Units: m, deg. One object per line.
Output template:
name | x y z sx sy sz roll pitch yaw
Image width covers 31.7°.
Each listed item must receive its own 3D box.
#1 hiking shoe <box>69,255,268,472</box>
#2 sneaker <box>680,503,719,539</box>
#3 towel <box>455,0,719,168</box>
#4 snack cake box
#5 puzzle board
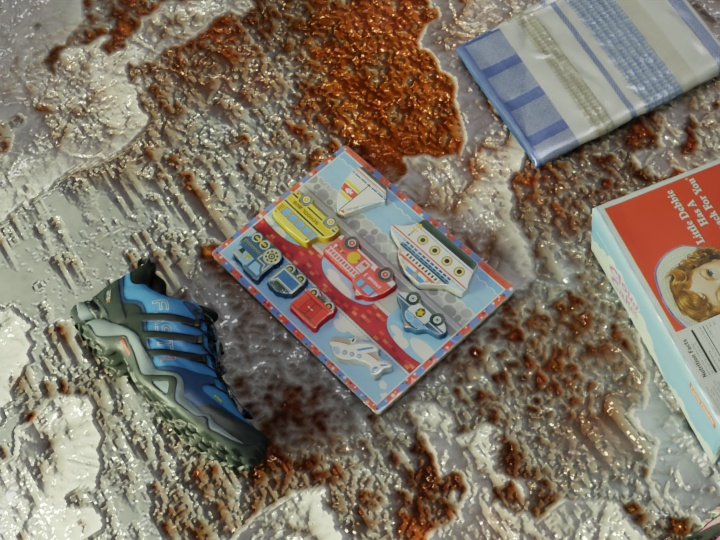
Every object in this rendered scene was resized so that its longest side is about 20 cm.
hiking shoe | -0.132 0.065 0.950 0.200 0.074 0.087 39 72 24
sneaker | 0.258 0.189 0.852 0.199 0.081 0.087 -12 40 -1
towel | 0.199 -0.183 1.084 0.199 0.024 0.147 -28 64 -7
snack cake box | 0.265 0.026 0.935 0.115 0.067 0.201 -21 61 -4
puzzle board | 0.000 0.000 1.007 0.151 0.017 0.200 -41 65 -16
